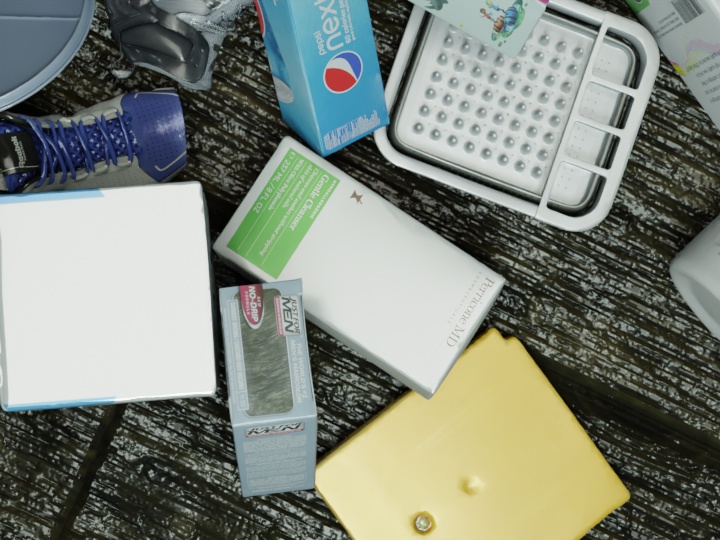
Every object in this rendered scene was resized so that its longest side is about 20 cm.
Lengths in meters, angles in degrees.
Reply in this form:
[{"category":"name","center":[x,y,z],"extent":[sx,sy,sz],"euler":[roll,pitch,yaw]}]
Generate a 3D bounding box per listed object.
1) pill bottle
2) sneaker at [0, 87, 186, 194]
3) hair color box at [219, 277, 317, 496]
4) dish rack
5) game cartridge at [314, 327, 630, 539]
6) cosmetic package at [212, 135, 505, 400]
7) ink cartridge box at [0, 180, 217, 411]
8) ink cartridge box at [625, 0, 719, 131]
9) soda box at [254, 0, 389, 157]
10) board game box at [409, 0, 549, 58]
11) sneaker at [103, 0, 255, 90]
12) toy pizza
[{"category":"pill bottle","center":[0.348,-0.030,1.253],"extent":[0.200,0.114,0.114],"euler":[-43,92,-4]},{"category":"sneaker","center":[-0.226,-0.083,1.207],"extent":[0.197,0.115,0.081],"euler":[-14,91,-5]},{"category":"hair color box","center":[-0.065,0.089,1.163],"extent":[0.060,0.200,0.100],"euler":[-6,69,-5]},{"category":"dish rack","center":[0.121,-0.137,1.273],"extent":[0.198,0.044,0.173],"euler":[20,88,-4]},{"category":"game cartridge","center":[0.085,0.169,1.271],"extent":[0.199,0.032,0.177],"euler":[-36,92,-7]},{"category":"cosmetic package","center":[0.000,0.000,1.228],"extent":[0.199,0.085,0.108],"euler":[32,84,6]},{"category":"ink cartridge box","center":[-0.178,0.021,1.166],"extent":[0.145,0.200,0.148],"euler":[-4,88,-5]},{"category":"ink cartridge box","center":[0.292,-0.189,1.236],"extent":[0.084,0.145,0.201],"euler":[-37,92,-6]},{"category":"soda box","center":[-0.035,-0.188,1.181],"extent":[0.064,0.068,0.201],"euler":[-27,132,-18]},{"category":"board game box","center":[0.064,-0.272,1.223],"extent":[0.199,0.064,0.148],"euler":[27,52,-1]},{"category":"sneaker","center":[-0.104,-0.199,1.242],"extent":[0.198,0.075,0.115],"euler":[-6,90,1]},{"category":"toy pizza","center":[-0.292,-0.180,1.205],"extent":[0.198,0.032,0.202],"euler":[-5,54,7]}]
